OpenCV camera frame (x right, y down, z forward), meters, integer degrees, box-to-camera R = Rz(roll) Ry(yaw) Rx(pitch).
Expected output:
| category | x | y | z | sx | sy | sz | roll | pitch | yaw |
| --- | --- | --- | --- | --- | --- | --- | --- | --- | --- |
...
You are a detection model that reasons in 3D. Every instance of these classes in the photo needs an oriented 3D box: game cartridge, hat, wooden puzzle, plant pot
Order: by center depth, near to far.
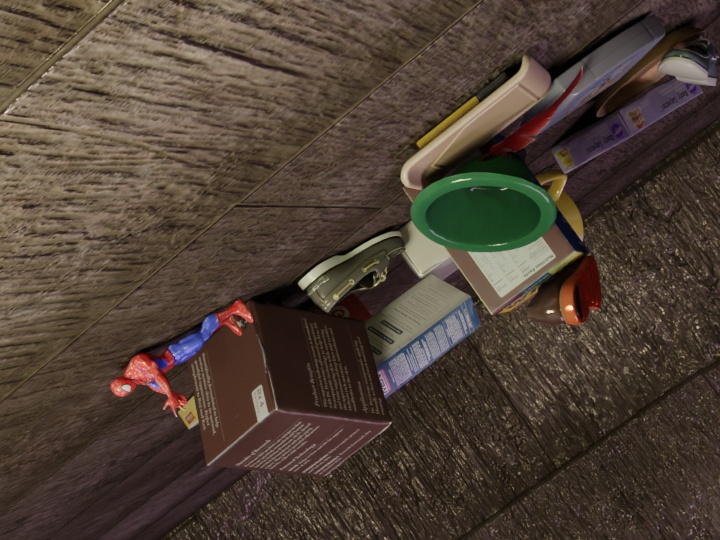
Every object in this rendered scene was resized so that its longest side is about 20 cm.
| category | x | y | z | sx | sy | sz | roll | pitch | yaw |
| --- | --- | --- | --- | --- | --- | --- | --- | --- | --- |
| wooden puzzle | 0.134 | -0.173 | 1.578 | 0.200 | 0.037 | 0.185 | -43 | 170 | 12 |
| hat | 0.162 | -0.138 | 1.652 | 0.198 | 0.177 | 0.166 | 4 | 149 | -2 |
| game cartridge | 0.302 | -0.253 | 1.734 | 0.200 | 0.042 | 0.133 | -35 | 178 | -28 |
| plant pot | 0.427 | -0.302 | 2.019 | 0.199 | 0.028 | 0.200 | -35 | 170 | -7 |

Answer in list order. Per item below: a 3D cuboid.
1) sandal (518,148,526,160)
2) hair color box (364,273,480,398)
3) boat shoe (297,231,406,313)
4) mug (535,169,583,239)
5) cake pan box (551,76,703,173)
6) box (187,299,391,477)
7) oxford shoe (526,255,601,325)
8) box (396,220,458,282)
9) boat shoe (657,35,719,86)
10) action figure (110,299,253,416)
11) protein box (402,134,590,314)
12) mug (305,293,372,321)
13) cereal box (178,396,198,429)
| category | x | y | z | sx | sy | sz | roll | pitch | yaw |
| --- | --- | --- | --- | --- | --- | --- | --- | --- | --- |
| sandal | 0.215 | -0.137 | 2.066 | 0.075 | 0.045 | 0.200 | -38 | 158 | -20 |
| hair color box | 0.063 | 0.096 | 1.924 | 0.199 | 0.061 | 0.100 | -35 | -145 | -19 |
| boat shoe | -0.002 | 0.002 | 1.881 | 0.201 | 0.060 | 0.072 | -27 | 168 | -44 |
| mug | 0.296 | -0.085 | 2.435 | 0.152 | 0.188 | 0.149 | -16 | -167 | -40 |
| cake pan box | 0.432 | -0.243 | 2.184 | 0.199 | 0.053 | 0.184 | -31 | -177 | -33 |
| box | -0.096 | 0.161 | 1.800 | 0.199 | 0.167 | 0.164 | 12 | 140 | -38 |
| oxford shoe | 0.265 | 0.025 | 1.741 | 0.072 | 0.072 | 0.200 | -9 | -174 | 23 |
| box | 0.111 | -0.035 | 2.061 | 0.095 | 0.078 | 0.200 | -34 | 171 | -1 |
| boat shoe | 0.483 | -0.311 | 1.970 | 0.200 | 0.072 | 0.062 | 1 | 100 | -64 |
| action figure | -0.206 | 0.120 | 1.632 | 0.199 | 0.099 | 0.065 | -26 | 167 | -35 |
| protein box | 0.184 | -0.064 | 1.778 | 0.135 | 0.201 | 0.198 | -37 | 171 | 12 |
| mug | -0.079 | 0.116 | 2.021 | 0.199 | 0.134 | 0.178 | -25 | 160 | -30 |
| cereal box | -0.185 | 0.174 | 2.167 | 0.199 | 0.040 | 0.144 | -28 | 168 | -42 |
